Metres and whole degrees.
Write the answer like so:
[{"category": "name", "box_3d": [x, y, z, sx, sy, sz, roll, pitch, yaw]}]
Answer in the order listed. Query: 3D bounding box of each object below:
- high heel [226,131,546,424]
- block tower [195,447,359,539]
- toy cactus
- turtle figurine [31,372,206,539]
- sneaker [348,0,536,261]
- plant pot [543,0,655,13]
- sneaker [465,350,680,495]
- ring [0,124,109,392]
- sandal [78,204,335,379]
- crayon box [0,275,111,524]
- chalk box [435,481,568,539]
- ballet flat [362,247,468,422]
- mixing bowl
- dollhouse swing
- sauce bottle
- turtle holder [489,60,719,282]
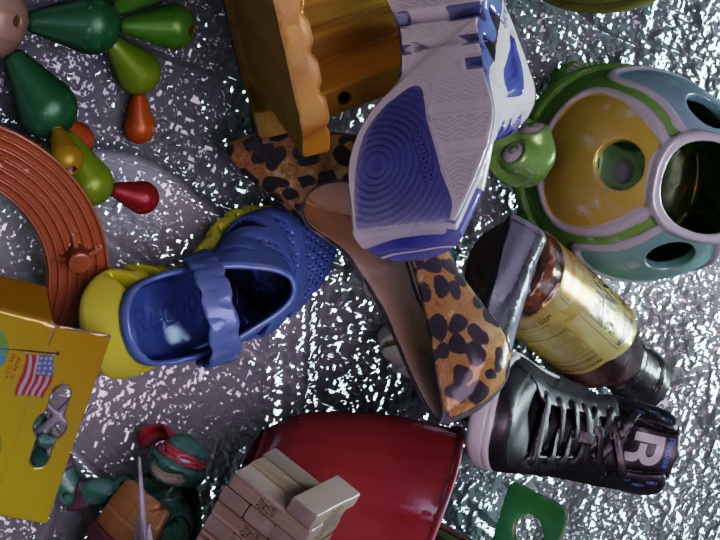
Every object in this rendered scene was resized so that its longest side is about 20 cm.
[{"category": "high heel", "box_3d": [0.000, 0.000, 1.220, 0.199, 0.071, 0.143, 22, 55, 0]}, {"category": "block tower", "box_3d": [-0.077, 0.189, 1.173, 0.200, 0.058, 0.054, -59, 164, 22]}, {"category": "toy cactus", "box_3d": [-0.170, -0.133, 1.193, 0.164, 0.102, 0.201, 2, 106, -17]}, {"category": "turtle figurine", "box_3d": [-0.141, 0.158, 1.232, 0.101, 0.150, 0.200, 23, 96, -45]}, {"category": "sneaker", "box_3d": [0.058, -0.089, 1.195, 0.115, 0.080, 0.200, 50, 44, -56]}, {"category": "plant pot", "box_3d": [0.102, -0.270, 1.203, 0.193, 0.200, 0.201, 20, 89, -51]}, {"category": "sneaker", "box_3d": [0.137, 0.096, 1.307, 0.200, 0.111, 0.073, 16, 85, -72]}, {"category": "ring", "box_3d": [-0.237, 0.009, 1.178, 0.200, 0.019, 0.201, -6, 116, -13]}, {"category": "sandal", "box_3d": [-0.068, 0.013, 1.234, 0.200, 0.087, 0.080, -33, 114, -51]}, {"category": "crayon box", "box_3d": [-0.249, 0.058, 1.159, 0.199, 0.051, 0.127, 15, 110, -20]}, {"category": "chalk box", "box_3d": [0.076, 0.235, 1.345, 0.124, 0.124, 0.200, 31, 85, -32]}, {"category": "ballet flat", "box_3d": [0.038, 0.018, 1.334, 0.073, 0.073, 0.201, -24, 114, -21]}, {"category": "mixing bowl", "box_3d": [-0.030, 0.160, 1.265, 0.108, 0.200, 0.201, 26, 86, -3]}, {"category": "dollhouse swing", "box_3d": [-0.005, -0.183, 1.198, 0.181, 0.176, 0.201, -22, 114, -22]}, {"category": "sauce bottle", "box_3d": [0.138, 0.034, 1.356, 0.200, 0.066, 0.066, 36, 81, -51]}, {"category": "turtle holder", "box_3d": [0.166, -0.070, 1.340, 0.185, 0.132, 0.141, 40, 81, -26]}]
